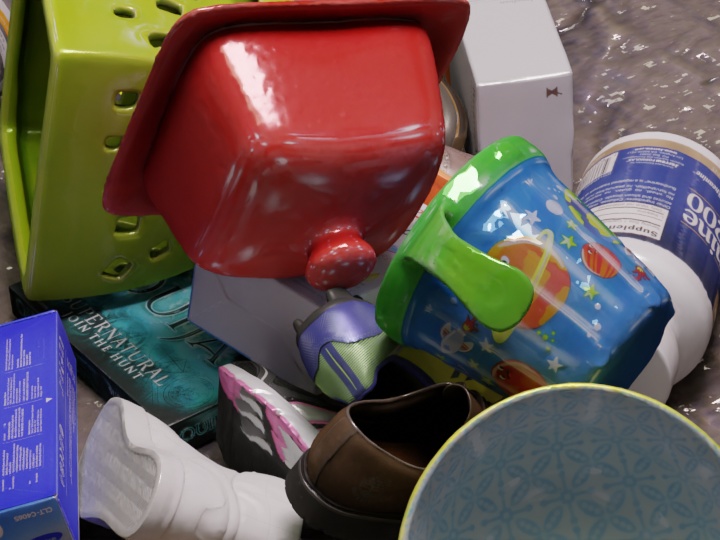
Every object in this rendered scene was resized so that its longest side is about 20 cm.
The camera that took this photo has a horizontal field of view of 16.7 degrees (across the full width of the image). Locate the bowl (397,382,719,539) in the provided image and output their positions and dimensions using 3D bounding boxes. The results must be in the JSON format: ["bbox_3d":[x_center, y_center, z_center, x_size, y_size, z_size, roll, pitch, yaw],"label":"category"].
[{"bbox_3d":[0.115,0.166,1.315,0.199,0.202,0.108,-4,-8,-1],"label":"bowl"}]

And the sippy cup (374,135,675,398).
[{"bbox_3d":[0.099,0.016,1.369,0.130,0.140,0.178,38,44,17],"label":"sippy cup"}]

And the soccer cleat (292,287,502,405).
[{"bbox_3d":[0.034,0.068,1.471,0.200,0.065,0.084,19,34,-53],"label":"soccer cleat"}]

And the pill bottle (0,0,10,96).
[{"bbox_3d":[-0.336,-0.128,1.792,0.116,0.117,0.200,8,36,16],"label":"pill bottle"}]

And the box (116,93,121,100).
[{"bbox_3d":[-0.139,-0.117,1.823,0.160,0.045,0.200,26,44,36],"label":"box"}]

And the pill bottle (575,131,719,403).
[{"bbox_3d":[0.174,0.007,1.557,0.110,0.112,0.200,7,36,14],"label":"pill bottle"}]

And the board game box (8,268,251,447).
[{"bbox_3d":[-0.123,0.039,1.609,0.135,0.028,0.200,-25,40,-28],"label":"board game box"}]

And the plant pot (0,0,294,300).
[{"bbox_3d":[-0.135,-0.113,1.623,0.180,0.201,0.200,1,38,-15],"label":"plant pot"}]

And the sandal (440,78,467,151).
[{"bbox_3d":[0.016,-0.135,1.804,0.054,0.082,0.200,3,37,-28],"label":"sandal"}]

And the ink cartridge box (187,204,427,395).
[{"bbox_3d":[0.000,0.000,1.584,0.115,0.068,0.199,30,35,32],"label":"ink cartridge box"}]

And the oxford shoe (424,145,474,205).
[{"bbox_3d":[0.062,-0.052,1.705,0.073,0.072,0.200,-13,38,-45],"label":"oxford shoe"}]

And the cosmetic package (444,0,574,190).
[{"bbox_3d":[0.105,-0.146,1.796,0.071,0.102,0.200,-6,34,-4],"label":"cosmetic package"}]

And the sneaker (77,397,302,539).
[{"bbox_3d":[-0.098,0.135,1.442,0.115,0.074,0.200,22,4,-20],"label":"sneaker"}]

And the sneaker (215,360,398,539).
[{"bbox_3d":[-0.002,0.116,1.459,0.200,0.081,0.086,37,43,29],"label":"sneaker"}]

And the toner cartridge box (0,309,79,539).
[{"bbox_3d":[-0.221,0.105,1.487,0.094,0.043,0.200,-16,32,4],"label":"toner cartridge box"}]

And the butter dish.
[{"bbox_3d":[-0.030,-0.055,1.457,0.199,0.200,0.148,-4,56,-26],"label":"butter dish"}]

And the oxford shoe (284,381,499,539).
[{"bbox_3d":[0.062,0.104,1.365,0.199,0.085,0.073,0,44,-36],"label":"oxford shoe"}]
